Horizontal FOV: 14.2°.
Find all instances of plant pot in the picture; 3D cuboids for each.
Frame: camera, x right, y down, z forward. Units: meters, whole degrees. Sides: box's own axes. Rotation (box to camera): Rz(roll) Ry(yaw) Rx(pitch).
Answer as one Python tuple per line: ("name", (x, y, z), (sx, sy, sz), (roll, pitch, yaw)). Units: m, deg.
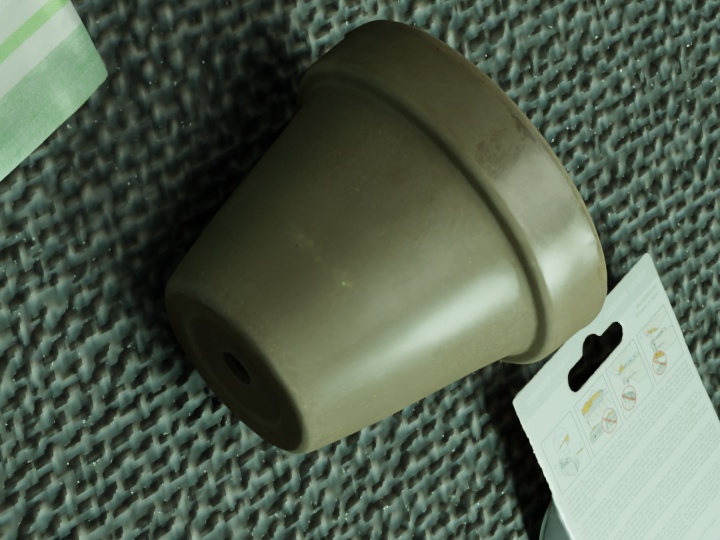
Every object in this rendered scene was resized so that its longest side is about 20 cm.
("plant pot", (0.000, 0.000, 1.480), (0.175, 0.200, 0.201), (-40, 123, -21))

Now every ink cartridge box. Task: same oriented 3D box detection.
("ink cartridge box", (0.157, 0.116, 1.765), (0.163, 0.057, 0.200), (-45, 116, -38))

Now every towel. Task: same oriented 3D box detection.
("towel", (-0.202, -0.131, 1.345), (0.153, 0.023, 0.200), (-50, 127, -36))
